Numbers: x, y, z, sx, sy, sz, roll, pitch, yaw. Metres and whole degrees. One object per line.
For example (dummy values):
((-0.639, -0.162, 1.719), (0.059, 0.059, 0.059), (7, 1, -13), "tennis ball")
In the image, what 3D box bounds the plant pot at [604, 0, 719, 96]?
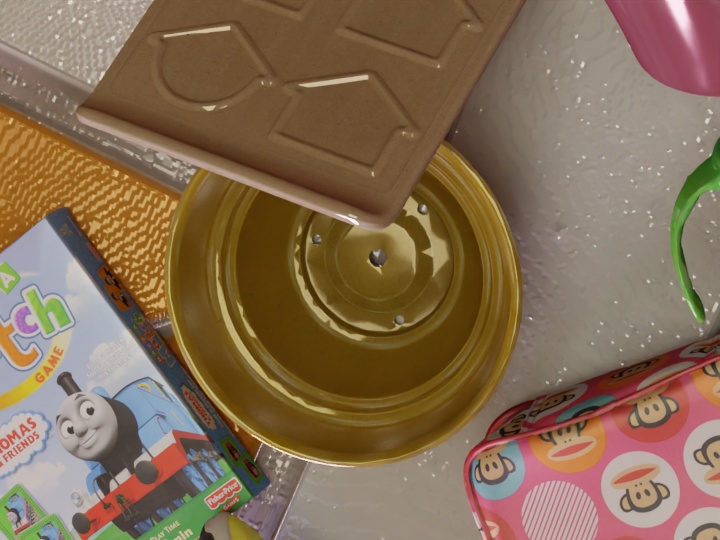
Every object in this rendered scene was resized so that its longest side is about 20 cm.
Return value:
((0.179, -0.194, 1.399), (0.199, 0.200, 0.179), (-7, 128, 18), "plant pot")

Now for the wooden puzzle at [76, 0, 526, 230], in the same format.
((-0.023, -0.114, 1.488), (0.185, 0.200, 0.046), (21, 150, 22), "wooden puzzle")

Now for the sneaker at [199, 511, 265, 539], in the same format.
((-0.015, 0.209, 1.616), (0.076, 0.075, 0.200), (-37, 102, 12), "sneaker")

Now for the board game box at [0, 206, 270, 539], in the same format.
((-0.171, 0.088, 1.648), (0.151, 0.037, 0.200), (-37, 89, 21), "board game box")

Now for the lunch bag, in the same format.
((0.171, 0.138, 1.535), (0.200, 0.082, 0.177), (-20, 97, 19), "lunch bag")

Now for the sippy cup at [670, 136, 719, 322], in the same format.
((0.260, -0.017, 1.456), (0.177, 0.140, 0.131), (0, 114, 39), "sippy cup")

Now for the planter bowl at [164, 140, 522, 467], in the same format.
((0.000, 0.000, 1.553), (0.200, 0.083, 0.201), (4, 104, 16), "planter bowl")
